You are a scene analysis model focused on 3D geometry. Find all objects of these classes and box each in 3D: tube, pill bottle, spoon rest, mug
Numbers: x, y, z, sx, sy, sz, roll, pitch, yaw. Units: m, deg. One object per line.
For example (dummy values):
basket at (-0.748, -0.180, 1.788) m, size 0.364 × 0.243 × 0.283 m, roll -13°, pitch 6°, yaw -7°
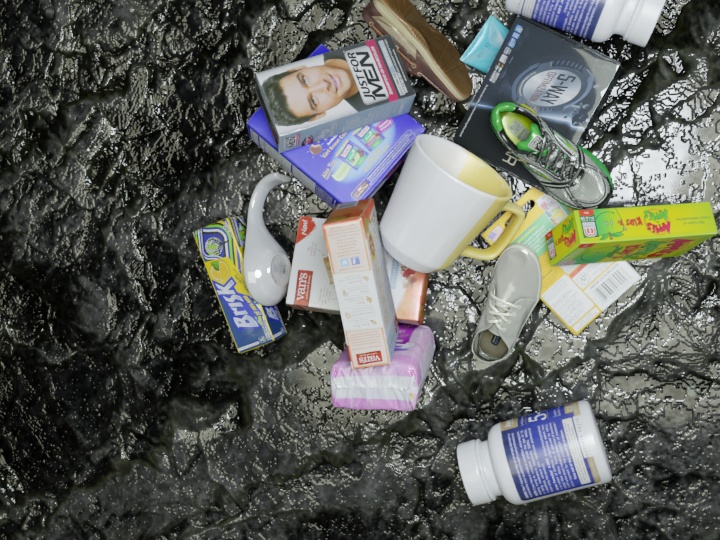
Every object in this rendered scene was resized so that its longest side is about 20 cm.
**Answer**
tube at (0.245, -0.279, 1.352) m, size 0.200 × 0.050 × 0.077 m, roll 37°, pitch 91°, yaw 11°
pill bottle at (0.248, 0.269, 1.361) m, size 0.200 × 0.120 × 0.120 m, roll -18°, pitch 92°, yaw 12°
spoon rest at (-0.141, -0.045, 1.437) m, size 0.061 × 0.099 × 0.200 m, roll -3°, pitch 81°, yaw 36°
mug at (0.118, -0.071, 1.282) m, size 0.186 × 0.149 × 0.153 m, roll 32°, pitch 113°, yaw 2°
pill bottle at (0.310, -0.380, 1.287) m, size 0.200 × 0.120 × 0.120 m, roll 23°, pitch 100°, yaw 9°

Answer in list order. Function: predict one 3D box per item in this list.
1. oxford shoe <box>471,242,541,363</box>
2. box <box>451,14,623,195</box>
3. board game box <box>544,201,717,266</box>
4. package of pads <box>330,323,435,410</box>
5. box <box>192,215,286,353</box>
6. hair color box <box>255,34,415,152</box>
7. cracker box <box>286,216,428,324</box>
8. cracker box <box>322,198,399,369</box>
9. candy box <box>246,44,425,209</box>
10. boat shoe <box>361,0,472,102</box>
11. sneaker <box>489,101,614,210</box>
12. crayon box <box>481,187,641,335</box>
oxford shoe at (0.208, 0.055, 1.353) m, size 0.075 × 0.058 × 0.200 m, roll 26°, pitch 122°, yaw 20°
box at (0.243, -0.228, 1.310) m, size 0.160 × 0.044 × 0.200 m, roll 32°, pitch 103°, yaw 17°
board game box at (0.364, -0.049, 1.278) m, size 0.200 × 0.102 × 0.048 m, roll -4°, pitch 74°, yaw -14°
package of pads at (0.036, 0.135, 1.354) m, size 0.120 × 0.200 × 0.076 m, roll 3°, pitch 104°, yaw 11°
box at (-0.184, 0.020, 1.453) m, size 0.064 × 0.070 × 0.200 m, roll -21°, pitch 91°, yaw 15°
hair color box at (-0.036, -0.246, 1.309) m, size 0.200 × 0.061 × 0.099 m, roll -19°, pitch 78°, yaw -11°
cracker box at (0.000, 0.000, 1.398) m, size 0.200 × 0.058 × 0.134 m, roll 6°, pitch 81°, yaw 11°
cracker box at (0.003, 0.015, 1.267) m, size 0.058 × 0.134 × 0.200 m, roll -10°, pitch 103°, yaw 9°
candy box at (-0.037, -0.199, 1.369) m, size 0.200 × 0.077 × 0.169 m, roll 41°, pitch 77°, yaw 3°
boat shoe at (0.079, -0.317, 1.375) m, size 0.200 × 0.072 × 0.072 m, roll 46°, pitch 133°, yaw -7°
sneaker at (0.244, -0.148, 1.244) m, size 0.200 × 0.085 × 0.078 m, roll 40°, pitch 106°, yaw 14°
crayon box at (0.288, -0.023, 1.364) m, size 0.126 × 0.052 × 0.200 m, roll -44°, pitch 87°, yaw 12°
